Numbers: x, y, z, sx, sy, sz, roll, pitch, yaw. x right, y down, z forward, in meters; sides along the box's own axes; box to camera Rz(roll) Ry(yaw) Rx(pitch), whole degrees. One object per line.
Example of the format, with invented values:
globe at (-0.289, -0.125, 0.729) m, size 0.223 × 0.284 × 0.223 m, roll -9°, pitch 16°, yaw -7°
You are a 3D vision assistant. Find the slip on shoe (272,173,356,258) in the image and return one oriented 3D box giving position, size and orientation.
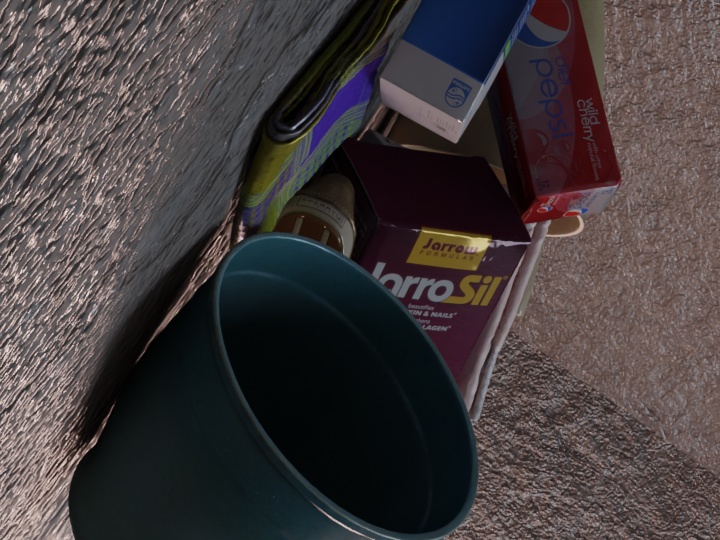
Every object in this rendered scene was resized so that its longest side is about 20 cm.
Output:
slip on shoe at (-0.055, 0.015, 1.096) m, size 0.061 × 0.076 × 0.201 m, roll -67°, pitch -179°, yaw -50°

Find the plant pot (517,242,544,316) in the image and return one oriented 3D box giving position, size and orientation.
plant pot at (0.112, -0.076, 1.659) m, size 0.200 × 0.199 × 0.178 m, roll -15°, pitch 129°, yaw -85°

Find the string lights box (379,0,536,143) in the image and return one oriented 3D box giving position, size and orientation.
string lights box at (0.084, -0.183, 0.956) m, size 0.201 × 0.059 × 0.103 m, roll -62°, pitch 178°, yaw -2°

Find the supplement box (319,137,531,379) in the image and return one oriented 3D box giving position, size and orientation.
supplement box at (0.017, 0.016, 1.161) m, size 0.201 × 0.130 × 0.104 m, roll -65°, pitch -148°, yaw 33°

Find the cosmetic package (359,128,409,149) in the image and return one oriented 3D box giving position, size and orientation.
cosmetic package at (0.000, 0.000, 1.272) m, size 0.201 × 0.101 × 0.074 m, roll -56°, pitch -145°, yaw 15°

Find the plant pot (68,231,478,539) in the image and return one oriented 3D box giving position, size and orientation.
plant pot at (-0.065, 0.114, 0.928) m, size 0.188 × 0.200 × 0.200 m, roll -40°, pitch -176°, yaw 29°

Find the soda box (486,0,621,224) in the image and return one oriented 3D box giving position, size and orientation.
soda box at (0.128, -0.139, 1.145) m, size 0.069 × 0.202 × 0.063 m, roll -9°, pitch 164°, yaw -11°

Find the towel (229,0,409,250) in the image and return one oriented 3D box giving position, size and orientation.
towel at (-0.025, -0.081, 0.915) m, size 0.144 × 0.023 × 0.200 m, roll -55°, pitch 177°, yaw -27°

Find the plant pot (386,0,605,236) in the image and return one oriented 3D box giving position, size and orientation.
plant pot at (0.136, -0.158, 1.368) m, size 0.187 × 0.186 × 0.201 m, roll 109°, pitch 2°, yaw -79°

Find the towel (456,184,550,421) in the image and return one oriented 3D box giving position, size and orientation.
towel at (0.062, 0.017, 1.292) m, size 0.199 × 0.032 × 0.192 m, roll 10°, pitch -103°, yaw 55°
